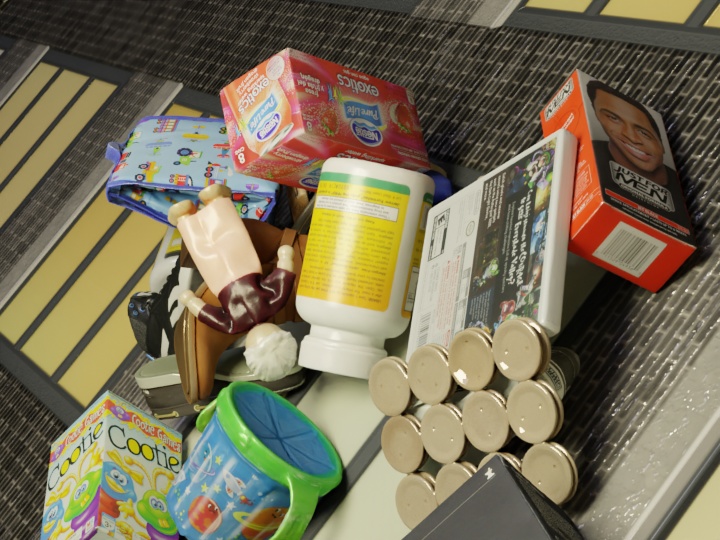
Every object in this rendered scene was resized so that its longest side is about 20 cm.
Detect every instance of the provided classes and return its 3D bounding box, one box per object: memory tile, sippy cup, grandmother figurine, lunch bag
[{"bbox_3d":[0.088,0.127,1.263,0.200,0.017,0.154,-21,81,45],"label":"memory tile"},{"bbox_3d":[-0.108,0.195,1.438,0.130,0.139,0.178,-50,3,15],"label":"sippy cup"},{"bbox_3d":[-0.115,0.015,1.512,0.121,0.061,0.201,-29,72,15],"label":"grandmother figurine"},{"bbox_3d":[-0.184,-0.111,1.709,0.151,0.199,0.094,-79,4,-54],"label":"lunch bag"}]

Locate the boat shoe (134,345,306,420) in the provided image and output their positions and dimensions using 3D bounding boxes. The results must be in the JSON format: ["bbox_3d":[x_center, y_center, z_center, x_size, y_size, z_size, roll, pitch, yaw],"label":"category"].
[{"bbox_3d":[-0.140,0.120,1.621,0.200,0.061,0.072,-6,21,27],"label":"boat shoe"}]

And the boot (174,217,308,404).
[{"bbox_3d":[-0.107,0.042,1.576,0.074,0.154,0.201,144,132,-68],"label":"boot"}]

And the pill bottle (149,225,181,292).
[{"bbox_3d":[-0.169,-0.042,1.804,0.112,0.112,0.201,-23,37,35],"label":"pill bottle"}]

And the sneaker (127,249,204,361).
[{"bbox_3d":[-0.206,0.024,1.684,0.112,0.201,0.073,23,29,31],"label":"sneaker"}]

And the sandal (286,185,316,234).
[{"bbox_3d":[-0.065,-0.082,1.725,0.201,0.054,0.082,-60,5,14],"label":"sandal"}]

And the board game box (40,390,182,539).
[{"bbox_3d":[-0.252,0.239,1.571,0.105,0.103,0.200,-43,29,23],"label":"board game box"}]

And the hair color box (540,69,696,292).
[{"bbox_3d":[0.222,-0.081,1.351,0.061,0.101,0.200,-53,24,33],"label":"hair color box"}]

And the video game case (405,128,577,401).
[{"bbox_3d":[0.111,-0.003,1.328,0.182,0.023,0.201,-31,38,45],"label":"video game case"}]

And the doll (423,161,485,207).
[{"bbox_3d":[0.081,-0.045,1.549,0.136,0.048,0.200,-42,30,11],"label":"doll"}]

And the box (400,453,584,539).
[{"bbox_3d":[0.087,0.270,1.111,0.200,0.104,0.182,-42,31,7],"label":"box"}]

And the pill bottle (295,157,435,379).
[{"bbox_3d":[0.000,0.000,1.486,0.113,0.112,0.201,9,88,55],"label":"pill bottle"}]

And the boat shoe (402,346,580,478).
[{"bbox_3d":[0.106,0.122,1.313,0.200,0.071,0.064,-31,0,40],"label":"boat shoe"}]

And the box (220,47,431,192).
[{"bbox_3d":[-0.033,-0.141,1.557,0.099,0.200,0.096,-25,67,35],"label":"box"}]
